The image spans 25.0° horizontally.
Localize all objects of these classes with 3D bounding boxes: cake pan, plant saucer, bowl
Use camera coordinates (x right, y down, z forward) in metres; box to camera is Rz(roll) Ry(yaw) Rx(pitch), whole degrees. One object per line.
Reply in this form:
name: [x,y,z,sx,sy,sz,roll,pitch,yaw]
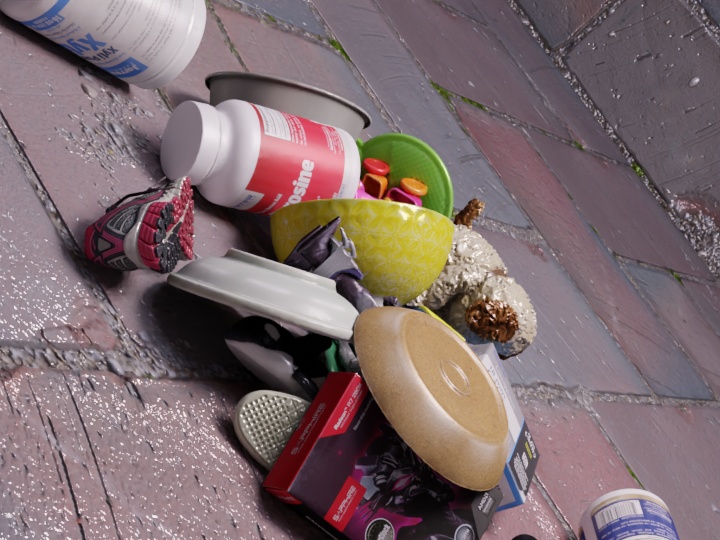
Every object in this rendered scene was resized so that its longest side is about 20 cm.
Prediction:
cake pan: [-0.087,-0.179,1.866,0.198,0.037,0.200,13,-8,2]
plant saucer: [0.076,0.107,1.483,0.200,0.035,0.201,40,26,-24]
plant saucer: [-0.079,0.018,1.510,0.198,0.051,0.200,18,-1,0]
bowl: [0.000,0.000,1.728,0.199,0.199,0.109,20,68,-53]

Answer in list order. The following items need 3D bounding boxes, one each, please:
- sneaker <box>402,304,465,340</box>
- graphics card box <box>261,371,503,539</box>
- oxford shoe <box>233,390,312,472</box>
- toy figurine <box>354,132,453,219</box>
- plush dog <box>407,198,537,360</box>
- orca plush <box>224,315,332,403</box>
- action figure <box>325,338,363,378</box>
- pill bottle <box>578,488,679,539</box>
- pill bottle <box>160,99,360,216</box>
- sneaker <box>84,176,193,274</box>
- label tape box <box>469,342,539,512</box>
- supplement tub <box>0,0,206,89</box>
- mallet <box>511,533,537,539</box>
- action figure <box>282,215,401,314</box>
sneaker: [0.053,0.087,1.765,0.074,0.083,0.200,35,-7,-2]
graphics card box: [0.023,0.197,1.447,0.200,0.126,0.051,41,-23,-22]
oxford shoe: [-0.037,0.168,1.476,0.199,0.076,0.058,28,-12,-28]
toy figurine: [-0.014,-0.087,1.916,0.199,0.151,0.184,31,24,18]
plush dog: [0.137,0.028,1.887,0.172,0.161,0.200,46,7,20]
orca plush: [-0.037,0.095,1.510,0.199,0.071,0.105,38,-16,-15]
action figure: [0.011,0.137,1.637,0.118,0.055,0.201,33,29,-43]
pill bottle: [0.311,0.346,1.787,0.111,0.111,0.201,38,23,-26]
pill bottle: [-0.108,-0.118,1.733,0.199,0.113,0.113,12,38,-36]
sneaker: [-0.198,-0.045,1.505,0.200,0.074,0.082,-48,137,-81]
label tape box: [0.140,0.161,1.780,0.145,0.063,0.200,66,19,-10]
supplement tub: [-0.274,-0.287,1.702,0.199,0.132,0.133,28,28,-44]
mallet: [0.216,0.359,1.685,0.200,0.041,0.066,50,17,-10]
action figure: [0.012,0.044,1.609,0.200,0.069,0.130,50,-6,-9]
